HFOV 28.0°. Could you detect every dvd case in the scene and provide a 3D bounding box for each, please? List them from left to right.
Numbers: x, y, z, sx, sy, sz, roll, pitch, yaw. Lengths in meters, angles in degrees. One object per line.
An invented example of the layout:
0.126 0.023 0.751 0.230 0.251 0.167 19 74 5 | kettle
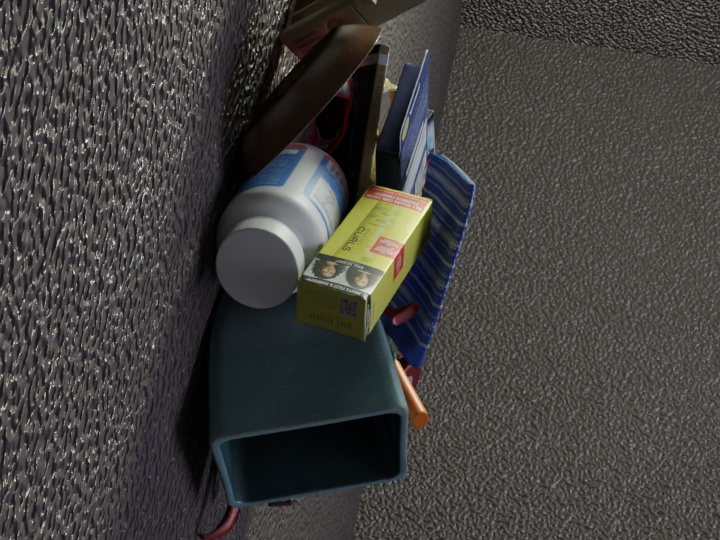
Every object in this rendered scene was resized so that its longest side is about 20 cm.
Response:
-0.008 -0.139 1.563 0.149 0.016 0.203 -166 -96 -75 | dvd case

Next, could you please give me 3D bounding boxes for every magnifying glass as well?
0.024 0.090 1.559 0.080 0.022 0.201 80 -17 -47 | magnifying glass

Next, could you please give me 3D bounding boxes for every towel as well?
0.068 -0.013 1.507 0.145 0.024 0.203 -125 -131 -68 | towel

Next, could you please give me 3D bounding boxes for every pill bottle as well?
-0.081 -0.043 1.432 0.200 0.111 0.114 -65 164 -64 | pill bottle

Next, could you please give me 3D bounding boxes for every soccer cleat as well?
-0.053 -0.137 1.584 0.077 0.066 0.202 -111 -146 -48 | soccer cleat

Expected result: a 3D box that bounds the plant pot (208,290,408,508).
-0.064 0.105 1.497 0.197 0.193 0.202 87 -8 -61 | plant pot

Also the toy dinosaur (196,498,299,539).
-0.107 0.173 1.594 0.200 0.103 0.184 -53 143 -65 | toy dinosaur

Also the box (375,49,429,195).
0.046 -0.136 1.573 0.201 0.032 0.122 89 16 -57 | box

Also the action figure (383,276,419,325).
0.000 0.000 1.535 0.199 0.051 0.066 29 -30 58 | action figure

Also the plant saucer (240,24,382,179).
-0.058 -0.176 1.423 0.200 0.037 0.201 -45 -168 12 | plant saucer

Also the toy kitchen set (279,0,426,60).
-0.054 -0.306 1.470 0.200 0.179 0.165 42 42 -33 | toy kitchen set

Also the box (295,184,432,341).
0.007 -0.011 1.404 0.200 0.074 0.051 -53 154 -53 | box

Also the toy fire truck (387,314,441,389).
0.001 0.088 1.741 0.167 0.111 0.202 -19 131 -57 | toy fire truck

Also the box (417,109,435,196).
0.033 -0.093 1.718 0.201 0.034 0.111 -56 152 -38 | box

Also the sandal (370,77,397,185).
0.027 -0.178 1.658 0.078 0.069 0.214 50 28 -45 | sandal
